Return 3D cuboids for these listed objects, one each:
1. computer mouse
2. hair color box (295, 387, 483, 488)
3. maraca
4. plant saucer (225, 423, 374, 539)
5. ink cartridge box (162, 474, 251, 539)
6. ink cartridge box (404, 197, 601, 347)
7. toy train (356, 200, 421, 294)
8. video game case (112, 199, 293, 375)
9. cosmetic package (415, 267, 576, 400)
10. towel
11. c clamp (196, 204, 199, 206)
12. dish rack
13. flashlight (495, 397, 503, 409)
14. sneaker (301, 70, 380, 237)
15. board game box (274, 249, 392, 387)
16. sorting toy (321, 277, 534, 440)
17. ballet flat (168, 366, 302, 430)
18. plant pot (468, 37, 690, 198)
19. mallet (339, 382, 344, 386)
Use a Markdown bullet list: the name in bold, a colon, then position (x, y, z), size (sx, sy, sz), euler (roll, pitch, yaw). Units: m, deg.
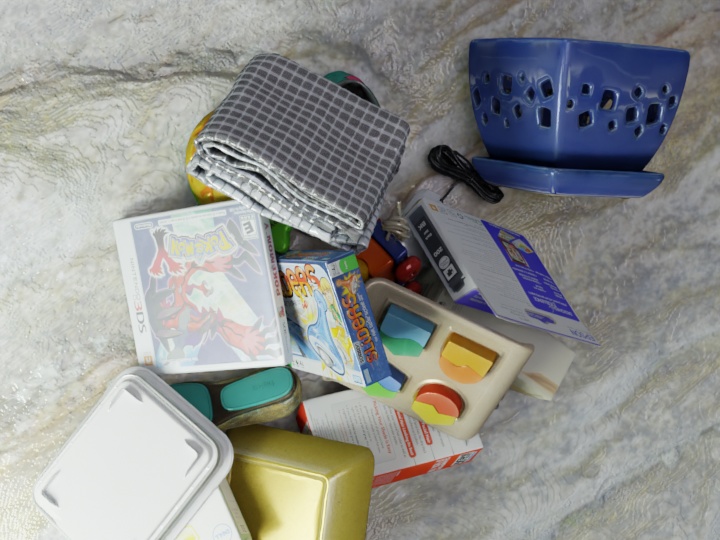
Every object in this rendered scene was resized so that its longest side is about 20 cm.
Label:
- **computer mouse**: position (0.085, -0.058, 1.278), size (0.110, 0.044, 0.200), euler (41, 79, -17)
- **hair color box**: position (0.034, 0.195, 1.238), size (0.199, 0.064, 0.111), euler (-11, 65, -17)
- **maraca**: position (-0.122, -0.106, 1.149), size (0.137, 0.107, 0.200), euler (-46, 63, 13)
- **plant saucer**: position (-0.091, 0.284, 1.160), size (0.048, 0.199, 0.201), euler (9, 88, -62)
- **ink cartridge box**: position (-0.185, 0.329, 1.133), size (0.145, 0.048, 0.200), euler (-29, 70, 5)
- **ink cartridge box**: position (0.166, 0.014, 1.208), size (0.198, 0.200, 0.043), euler (17, 123, -40)
- **toy train**: position (0.000, 0.000, 1.132), size (0.116, 0.200, 0.085), euler (-40, 70, -13)
- **video game case**: position (-0.177, 0.021, 1.133), size (0.023, 0.199, 0.183), euler (-20, 101, -62)
- **cosmetic package**: position (0.155, 0.078, 1.275), size (0.200, 0.105, 0.071), euler (33, 80, -15)
- **towel**: position (-0.056, -0.124, 1.057), size (0.199, 0.086, 0.166), euler (27, 46, -4)
- **c clamp**: position (-0.121, 0.003, 1.223), size (0.170, 0.027, 0.201), euler (-17, 99, -12)
- **dish rack**: position (-0.256, 0.222, 1.124), size (0.171, 0.044, 0.200), euler (38, 87, 14)
- **flashlight**: position (0.080, 0.104, 1.231), size (0.199, 0.068, 0.068), euler (22, 51, 7)
- **sneaker**: position (-0.027, -0.138, 1.196), size (0.083, 0.121, 0.201), euler (8, 89, -19)
- **board game box**: position (-0.047, 0.045, 1.098), size (0.034, 0.200, 0.136), euler (-22, 101, -26)
- **sorting toy**: position (0.069, 0.109, 1.149), size (0.199, 0.185, 0.037), euler (22, 45, -2)
- **ballet flat**: position (-0.163, 0.160, 1.188), size (0.199, 0.071, 0.071), euler (-13, 96, 0)
- **plant pot**: position (0.254, -0.184, 1.246), size (0.199, 0.200, 0.181), euler (-1, 100, -28)
- **mallet**: position (-0.096, 0.084, 1.206), size (0.200, 0.041, 0.066), euler (44, 81, -18)
